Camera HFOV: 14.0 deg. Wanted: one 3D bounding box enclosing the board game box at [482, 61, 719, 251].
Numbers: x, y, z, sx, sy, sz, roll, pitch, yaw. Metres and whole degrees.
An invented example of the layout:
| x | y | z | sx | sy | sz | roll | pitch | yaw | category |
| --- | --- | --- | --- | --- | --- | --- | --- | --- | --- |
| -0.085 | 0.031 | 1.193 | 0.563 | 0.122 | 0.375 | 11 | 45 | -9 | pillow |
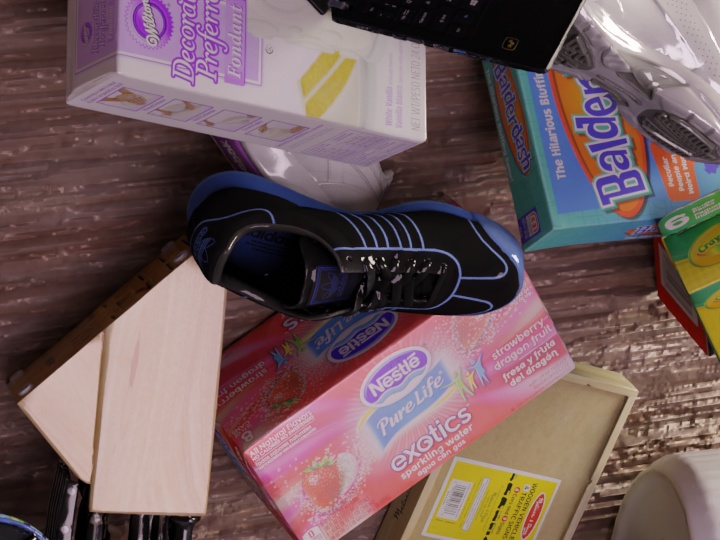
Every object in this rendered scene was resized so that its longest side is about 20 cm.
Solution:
| x | y | z | sx | sy | sz | roll | pitch | yaw | category |
| --- | --- | --- | --- | --- | --- | --- | --- | --- | --- |
| 0.175 | -0.097 | 1.734 | 0.199 | 0.045 | 0.153 | -6 | 76 | -24 | board game box |

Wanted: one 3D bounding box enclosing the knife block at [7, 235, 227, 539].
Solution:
| x | y | z | sx | sy | sz | roll | pitch | yaw | category |
| --- | --- | --- | --- | --- | --- | --- | --- | --- | --- |
| -0.112 | 0.104 | 1.692 | 0.200 | 0.064 | 0.176 | -41 | 105 | -4 | knife block |

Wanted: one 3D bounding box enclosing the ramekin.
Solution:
| x | y | z | sx | sy | sz | roll | pitch | yaw | category |
| --- | --- | --- | --- | --- | --- | --- | --- | --- | --- |
| 0.226 | 0.206 | 1.870 | 0.094 | 0.202 | 0.203 | 5 | 112 | -16 | ramekin |

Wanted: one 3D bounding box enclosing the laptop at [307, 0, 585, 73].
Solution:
| x | y | z | sx | sy | sz | roll | pitch | yaw | category |
| --- | --- | --- | --- | --- | --- | --- | --- | --- | --- |
| 0.037 | -0.220 | 1.555 | 0.178 | 0.199 | 0.104 | -61 | 156 | -30 | laptop |

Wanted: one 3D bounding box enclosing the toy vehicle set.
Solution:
| x | y | z | sx | sy | sz | roll | pitch | yaw | category |
| --- | --- | --- | --- | --- | --- | --- | --- | --- | --- |
| 0.083 | 0.146 | 1.866 | 0.124 | 0.027 | 0.201 | 16 | 106 | -32 | toy vehicle set |

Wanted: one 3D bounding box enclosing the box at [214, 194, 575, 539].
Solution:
| x | y | z | sx | sy | sz | roll | pitch | yaw | category |
| --- | --- | --- | --- | --- | --- | --- | --- | --- | --- |
| 0.011 | 0.062 | 1.744 | 0.200 | 0.103 | 0.095 | -35 | 124 | -7 | box |

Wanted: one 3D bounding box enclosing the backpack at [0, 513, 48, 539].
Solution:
| x | y | z | sx | sy | sz | roll | pitch | yaw | category |
| --- | --- | --- | --- | --- | --- | --- | --- | --- | --- |
| -0.262 | 0.202 | 1.646 | 0.199 | 0.135 | 0.183 | -25 | 121 | -9 | backpack |

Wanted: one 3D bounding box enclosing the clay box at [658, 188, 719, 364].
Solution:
| x | y | z | sx | sy | sz | roll | pitch | yaw | category |
| --- | --- | --- | --- | --- | --- | --- | --- | --- | --- |
| 0.251 | 0.003 | 1.740 | 0.114 | 0.048 | 0.200 | -26 | 151 | 6 | clay box |

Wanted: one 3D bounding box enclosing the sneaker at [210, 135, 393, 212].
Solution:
| x | y | z | sx | sy | sz | roll | pitch | yaw | category |
| --- | --- | --- | --- | --- | --- | --- | --- | --- | --- |
| -0.046 | -0.100 | 1.669 | 0.100 | 0.075 | 0.201 | -45 | 126 | -27 | sneaker |

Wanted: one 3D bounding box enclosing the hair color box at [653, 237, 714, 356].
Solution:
| x | y | z | sx | sy | sz | roll | pitch | yaw | category |
| --- | --- | --- | --- | --- | --- | --- | --- | --- | --- |
| 0.281 | -0.040 | 1.837 | 0.199 | 0.061 | 0.102 | -31 | 148 | -11 | hair color box |

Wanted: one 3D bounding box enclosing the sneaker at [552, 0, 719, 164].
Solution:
| x | y | z | sx | sy | sz | roll | pitch | yaw | category |
| --- | --- | --- | --- | --- | --- | --- | --- | --- | --- |
| 0.153 | -0.148 | 1.662 | 0.200 | 0.078 | 0.100 | 37 | 68 | -27 | sneaker |

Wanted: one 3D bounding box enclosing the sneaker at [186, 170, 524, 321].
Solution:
| x | y | z | sx | sy | sz | roll | pitch | yaw | category |
| --- | --- | --- | --- | --- | --- | --- | --- | --- | --- |
| 0.000 | 0.000 | 1.628 | 0.199 | 0.078 | 0.070 | 9 | 119 | -13 | sneaker |

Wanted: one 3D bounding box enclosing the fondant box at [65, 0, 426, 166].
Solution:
| x | y | z | sx | sy | sz | roll | pitch | yaw | category |
| --- | --- | --- | --- | --- | --- | --- | --- | --- | --- |
| -0.059 | -0.146 | 1.568 | 0.199 | 0.058 | 0.145 | 10 | 72 | -34 | fondant box |
